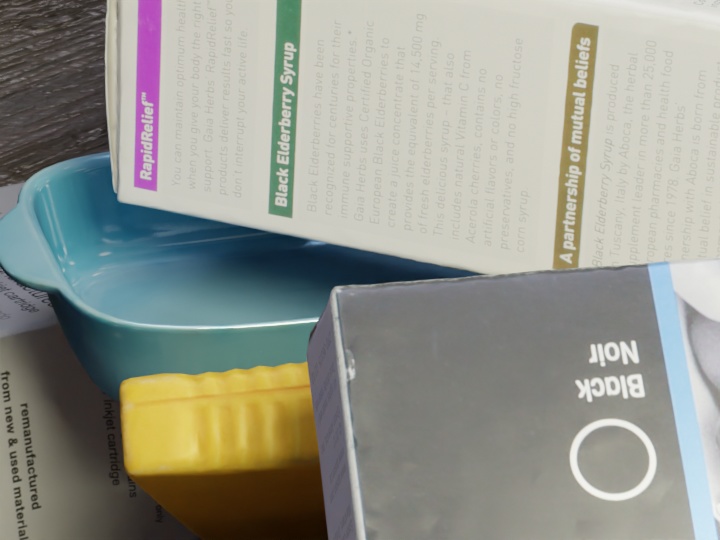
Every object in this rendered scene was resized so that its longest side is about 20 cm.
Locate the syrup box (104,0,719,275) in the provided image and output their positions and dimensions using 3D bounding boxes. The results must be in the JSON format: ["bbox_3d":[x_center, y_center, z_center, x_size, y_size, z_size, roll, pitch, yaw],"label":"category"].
[{"bbox_3d":[0.039,-0.049,0.758,0.200,0.081,0.079,12,24,19],"label":"syrup box"}]

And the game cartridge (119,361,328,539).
[{"bbox_3d":[0.051,0.044,0.743,0.200,0.032,0.176,-4,-13,4],"label":"game cartridge"}]

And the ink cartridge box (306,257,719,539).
[{"bbox_3d":[0.098,0.092,0.595,0.198,0.200,0.043,-5,-21,-6],"label":"ink cartridge box"}]

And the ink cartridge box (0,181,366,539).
[{"bbox_3d":[-0.053,0.020,0.906,0.200,0.084,0.144,-12,19,-27],"label":"ink cartridge box"}]

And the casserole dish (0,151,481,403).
[{"bbox_3d":[0.000,0.000,0.790,0.200,0.039,0.121,-7,26,-16],"label":"casserole dish"}]
